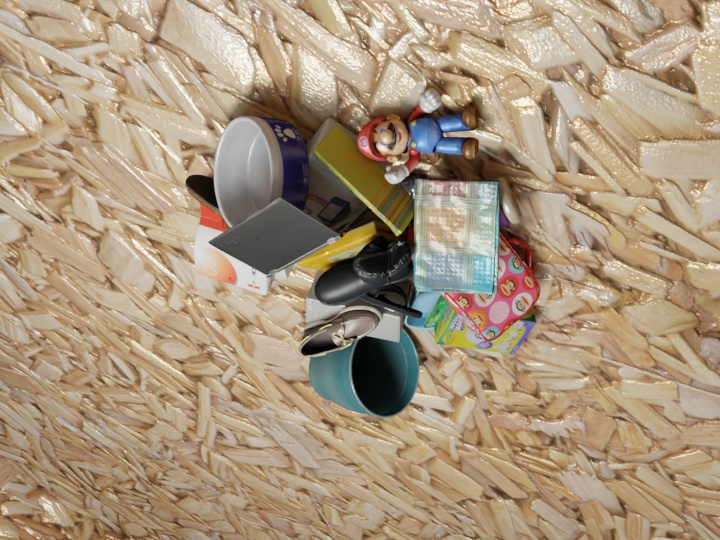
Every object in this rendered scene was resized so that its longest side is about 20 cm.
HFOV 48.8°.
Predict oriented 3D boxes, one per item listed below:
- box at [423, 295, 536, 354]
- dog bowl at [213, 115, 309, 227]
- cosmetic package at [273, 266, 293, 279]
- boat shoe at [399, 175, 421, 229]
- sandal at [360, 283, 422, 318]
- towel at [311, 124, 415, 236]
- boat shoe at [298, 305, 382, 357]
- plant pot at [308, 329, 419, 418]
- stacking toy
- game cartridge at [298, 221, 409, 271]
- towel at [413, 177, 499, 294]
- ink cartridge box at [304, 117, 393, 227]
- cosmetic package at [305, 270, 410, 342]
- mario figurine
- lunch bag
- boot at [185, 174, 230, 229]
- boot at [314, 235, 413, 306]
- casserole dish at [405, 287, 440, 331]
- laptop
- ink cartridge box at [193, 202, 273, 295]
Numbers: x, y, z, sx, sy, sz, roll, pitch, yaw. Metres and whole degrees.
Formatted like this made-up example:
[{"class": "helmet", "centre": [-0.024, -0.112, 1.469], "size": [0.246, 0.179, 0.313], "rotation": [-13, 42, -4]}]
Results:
[{"class": "box", "centre": [0.232, 0.106, 1.569], "size": [0.198, 0.049, 0.118], "rotation": [10, 138, -10]}, {"class": "dog bowl", "centre": [-0.174, -0.165, 1.379], "size": [0.078, 0.201, 0.200], "rotation": [-5, 154, -39]}, {"class": "cosmetic package", "centre": [-0.198, -0.071, 1.592], "size": [0.082, 0.051, 0.201], "rotation": [3, 135, 17]}, {"class": "boat shoe", "centre": [0.128, -0.088, 1.432], "size": [0.062, 0.073, 0.200], "rotation": [-18, 121, 38]}, {"class": "sandal", "centre": [0.030, 0.038, 1.518], "size": [0.199, 0.075, 0.048], "rotation": [24, 97, 11]}, {"class": "towel", "centre": [0.012, -0.151, 1.328], "size": [0.200, 0.086, 0.018], "rotation": [43, 138, -8]}, {"class": "boat shoe", "centre": [-0.042, 0.124, 1.568], "size": [0.199, 0.060, 0.072], "rotation": [-19, 124, 36]}, {"class": "plant pot", "centre": [-0.008, 0.213, 1.716], "size": [0.187, 0.201, 0.200], "rotation": [-8, 132, 48]}, {"class": "stacking toy", "centre": [0.173, -0.085, 1.371], "size": [0.199, 0.086, 0.086], "rotation": [-24, 123, 18]}, {"class": "game cartridge", "centre": [0.004, -0.036, 1.491], "size": [0.199, 0.033, 0.176], "rotation": [-22, 160, 36]}, {"class": "towel", "centre": [0.160, -0.055, 1.334], "size": [0.146, 0.022, 0.201], "rotation": [3, 111, 13]}, {"class": "ink cartridge box", "centre": [-0.058, -0.152, 1.425], "size": [0.145, 0.088, 0.200], "rotation": [31, 138, -17]}, {"class": "cosmetic package", "centre": [-0.003, 0.065, 1.615], "size": [0.199, 0.107, 0.091], "rotation": [14, 137, 10]}, {"class": "mario figurine", "centre": [0.088, -0.216, 1.286], "size": [0.198, 0.124, 0.106], "rotation": [-3, 146, 18]}, {"class": "lunch bag", "centre": [0.235, 0.011, 1.446], "size": [0.176, 0.082, 0.200], "rotation": [-42, 116, -3]}, {"class": "boot", "centre": [-0.247, -0.102, 1.480], "size": [0.199, 0.074, 0.076], "rotation": [34, 132, -4]}, {"class": "boot", "centre": [0.000, 0.000, 1.413], "size": [0.199, 0.077, 0.168], "rotation": [-17, 169, 4]}, {"class": "casserole dish", "centre": [0.154, 0.048, 1.558], "size": [0.120, 0.039, 0.201], "rotation": [-1, 142, -18]}, {"class": "laptop", "centre": [-0.116, -0.078, 1.347], "size": [0.187, 0.200, 0.116], "rotation": [-25, 104, 37]}, {"class": "ink cartridge box", "centre": [-0.250, -0.049, 1.564], "size": [0.161, 0.050, 0.201], "rotation": [17, 141, 9]}]
